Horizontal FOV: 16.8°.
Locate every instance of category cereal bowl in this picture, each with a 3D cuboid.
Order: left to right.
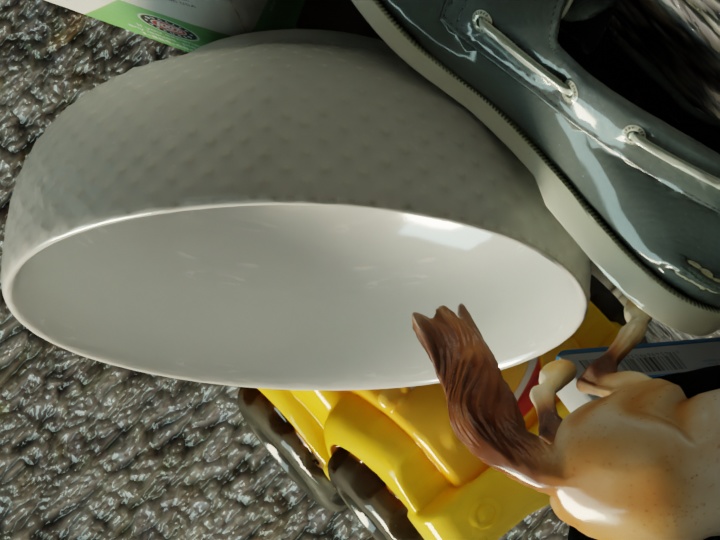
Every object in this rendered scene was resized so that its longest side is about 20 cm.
[{"bbox_3d":[-0.021,-0.025,0.823,0.200,0.199,0.084,41,-134,-62],"label":"cereal bowl"}]

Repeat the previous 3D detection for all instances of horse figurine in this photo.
[{"bbox_3d":[0.113,0.046,0.739,0.133,0.199,0.050,-75,-18,-65],"label":"horse figurine"}]

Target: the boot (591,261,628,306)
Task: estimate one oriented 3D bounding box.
[{"bbox_3d":[0.060,-0.071,1.090,0.200,0.073,0.182,50,-173,-8],"label":"boot"}]

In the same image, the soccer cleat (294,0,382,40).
[{"bbox_3d":[-0.037,-0.118,0.897,0.200,0.069,0.078,38,177,3],"label":"soccer cleat"}]

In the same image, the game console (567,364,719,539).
[{"bbox_3d":[0.162,0.116,0.773,0.200,0.175,0.117,-70,-35,-61],"label":"game console"}]

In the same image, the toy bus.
[{"bbox_3d":[0.000,0.000,0.981,0.192,0.136,0.200,54,169,-24],"label":"toy bus"}]

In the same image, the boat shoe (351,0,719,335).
[{"bbox_3d":[0.061,-0.073,0.746,0.200,0.062,0.073,50,-145,9],"label":"boat shoe"}]

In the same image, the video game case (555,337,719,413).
[{"bbox_3d":[0.172,0.088,0.862,0.143,0.018,0.200,-3,-144,-26],"label":"video game case"}]

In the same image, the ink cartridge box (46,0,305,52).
[{"bbox_3d":[-0.094,-0.151,0.774,0.145,0.088,0.200,21,171,13],"label":"ink cartridge box"}]
